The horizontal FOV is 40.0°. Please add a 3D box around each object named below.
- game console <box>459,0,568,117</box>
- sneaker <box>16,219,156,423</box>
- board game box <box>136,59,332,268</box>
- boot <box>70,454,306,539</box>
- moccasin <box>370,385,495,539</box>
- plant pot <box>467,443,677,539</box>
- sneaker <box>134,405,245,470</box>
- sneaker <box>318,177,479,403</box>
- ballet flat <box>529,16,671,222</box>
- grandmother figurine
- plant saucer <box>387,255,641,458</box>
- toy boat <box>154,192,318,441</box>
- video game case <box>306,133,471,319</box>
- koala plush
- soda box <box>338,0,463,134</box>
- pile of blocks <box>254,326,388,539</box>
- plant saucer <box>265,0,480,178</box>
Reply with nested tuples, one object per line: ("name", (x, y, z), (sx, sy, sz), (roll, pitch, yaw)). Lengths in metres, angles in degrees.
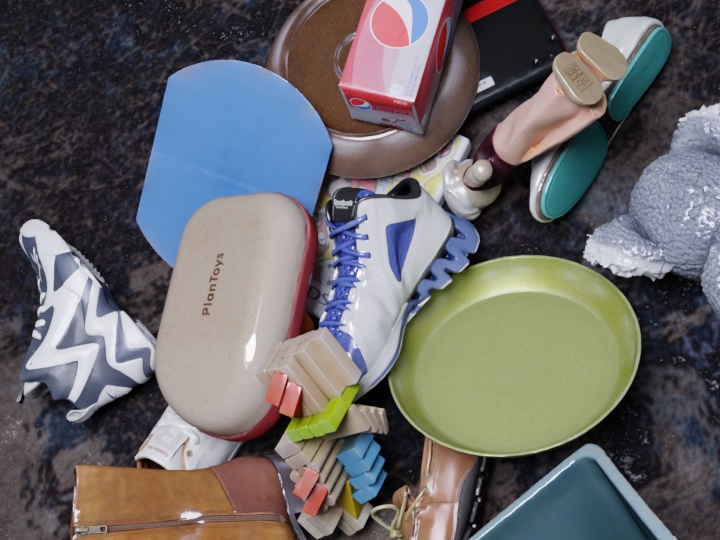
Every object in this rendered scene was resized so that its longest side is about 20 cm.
("game console", (0.068, -0.214, 0.901), (0.197, 0.031, 0.179), (-25, 71, 3))
("sneaker", (-0.285, 0.055, 0.915), (0.129, 0.080, 0.199), (-43, 77, -7))
("board game box", (-0.108, -0.084, 0.879), (0.156, 0.039, 0.203), (20, 108, 7))
("boot", (-0.120, 0.235, 0.758), (0.197, 0.068, 0.192), (1, 69, -28))
("moccasin", (0.055, 0.188, 0.777), (0.076, 0.074, 0.205), (10, 77, 22))
("plant pot", (0.163, 0.280, 0.648), (0.196, 0.196, 0.201), (-39, 106, 3))
("sneaker", (-0.141, 0.137, 0.847), (0.072, 0.085, 0.203), (13, 78, 21))
("sneaker", (0.001, -0.001, 0.795), (0.200, 0.115, 0.080), (-51, 25, -20))
("ballet flat", (0.188, -0.130, 0.837), (0.069, 0.069, 0.201), (31, 82, 22))
("grandmother figurine", (0.122, -0.100, 0.784), (0.121, 0.200, 0.061), (-32, 81, -33))
("plant saucer", (0.119, 0.069, 0.775), (0.196, 0.031, 0.202), (-11, 43, 10))
("toy boat", (-0.085, 0.043, 0.825), (0.129, 0.130, 0.203), (-1, 69, 34))
("video game case", (-0.021, -0.062, 0.898), (0.180, 0.023, 0.202), (26, 84, 21))
("koala plush", (0.280, -0.025, 0.727), (0.178, 0.184, 0.200), (-49, 56, -2))
("soda box", (0.046, -0.222, 0.826), (0.069, 0.063, 0.203), (13, 77, 15))
("pile of blocks", (-0.024, 0.139, 0.737), (0.081, 0.202, 0.062), (4, 38, 27))
("plant saucer", (0.006, -0.181, 0.871), (0.196, 0.032, 0.204), (-3, 73, 11))
